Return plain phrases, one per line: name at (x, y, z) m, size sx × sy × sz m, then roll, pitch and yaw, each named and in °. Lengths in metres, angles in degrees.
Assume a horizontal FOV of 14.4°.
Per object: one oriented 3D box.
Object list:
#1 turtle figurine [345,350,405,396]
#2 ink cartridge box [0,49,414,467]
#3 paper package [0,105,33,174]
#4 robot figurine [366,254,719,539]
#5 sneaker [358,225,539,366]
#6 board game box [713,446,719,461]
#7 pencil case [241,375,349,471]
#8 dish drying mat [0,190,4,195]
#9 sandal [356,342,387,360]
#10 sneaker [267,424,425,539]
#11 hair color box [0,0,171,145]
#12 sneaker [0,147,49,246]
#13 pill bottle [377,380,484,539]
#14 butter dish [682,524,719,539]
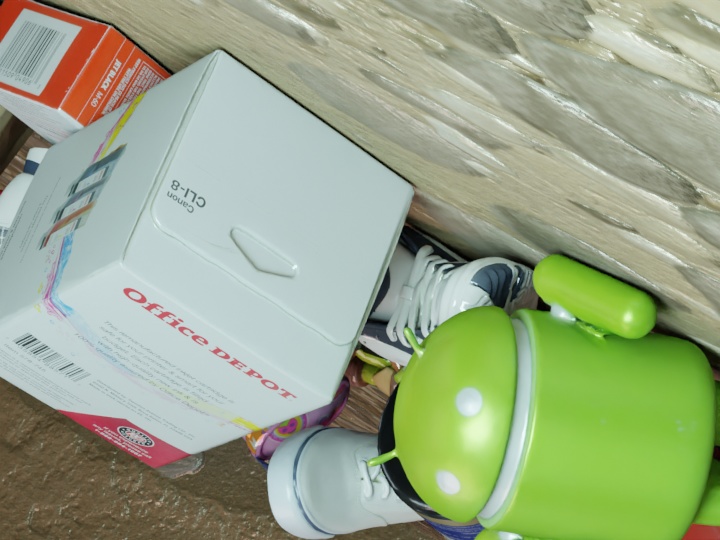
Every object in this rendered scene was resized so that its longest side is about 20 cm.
turtle figurine at (0.027, 0.068, 1.938) m, size 0.161 × 0.064 × 0.200 m, roll 28°, pitch 166°, yaw 22°
ink cartridge box at (-0.096, -0.001, 1.558) m, size 0.145 × 0.145 × 0.200 m, roll 34°, pitch 151°, yaw -22°
paper package at (-0.302, -0.145, 1.831) m, size 0.200 × 0.104 × 0.191 m, roll 33°, pitch 172°, yaw -3°
robot figurine at (0.108, 0.083, 1.484) m, size 0.199 × 0.176 × 0.116 m, roll 10°, pitch -166°, yaw -12°
sneaker at (0.035, 0.018, 1.618) m, size 0.129 × 0.080 × 0.199 m, roll 21°, pitch 180°, yaw 14°
board game box at (0.150, 0.090, 1.819) m, size 0.200 × 0.032 × 0.120 m, roll 28°, pitch 175°, yaw 25°
pencil case at (-0.090, 0.036, 1.873) m, size 0.200 × 0.087 × 0.087 m, roll 49°, pitch 178°, yaw 19°
dish drying mat at (-0.231, -0.043, 1.882) m, size 0.077 × 0.018 × 0.200 m, roll -13°, pitch 172°, yaw 41°
sandal at (0.000, 0.000, 1.774) m, size 0.082 × 0.055 × 0.200 m, roll 27°, pitch 158°, yaw 16°
sneaker at (0.012, 0.130, 1.828) m, size 0.071 × 0.073 × 0.200 m, roll -11°, pitch 176°, yaw 30°
hair color box at (-0.131, -0.082, 1.710) m, size 0.111 × 0.064 × 0.200 m, roll 21°, pitch 166°, yaw 47°
sneaker at (-0.133, 0.004, 1.730) m, size 0.200 × 0.081 × 0.076 m, roll 29°, pitch 170°, yaw 5°
pill bottle at (0.098, 0.133, 1.791) m, size 0.112 × 0.112 × 0.200 m, roll 26°, pitch 170°, yaw 34°
butter dish at (0.263, 0.210, 1.738) m, size 0.200 × 0.148 × 0.200 m, roll 60°, pitch 161°, yaw 22°
